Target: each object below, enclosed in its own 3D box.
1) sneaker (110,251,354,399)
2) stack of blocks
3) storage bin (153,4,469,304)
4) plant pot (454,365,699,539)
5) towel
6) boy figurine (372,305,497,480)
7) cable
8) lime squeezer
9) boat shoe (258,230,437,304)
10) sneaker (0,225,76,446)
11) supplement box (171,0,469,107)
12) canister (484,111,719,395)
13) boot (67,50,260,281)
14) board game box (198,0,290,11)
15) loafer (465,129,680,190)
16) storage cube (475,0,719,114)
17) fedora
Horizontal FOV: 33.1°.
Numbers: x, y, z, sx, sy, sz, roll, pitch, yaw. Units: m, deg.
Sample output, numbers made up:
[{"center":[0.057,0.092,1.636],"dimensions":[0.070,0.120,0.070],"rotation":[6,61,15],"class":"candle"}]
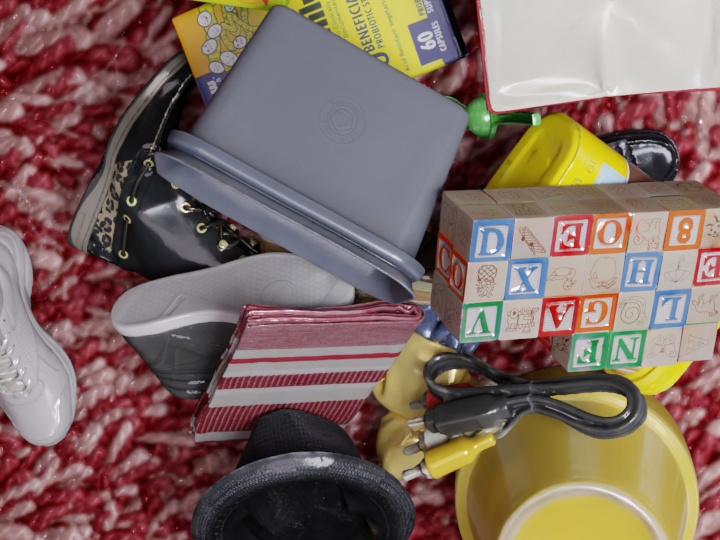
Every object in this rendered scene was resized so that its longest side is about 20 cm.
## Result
[{"center":[-0.091,0.048,0.971],"dimensions":[0.198,0.071,0.100],"rotation":[-9,134,14],"class":"sneaker"},{"center":[0.151,0.005,0.830],"dimensions":[0.198,0.059,0.116],"rotation":[-3,113,-18],"class":"stack of blocks"},{"center":[-0.025,-0.082,0.856],"dimensions":[0.199,0.146,0.135],"rotation":[29,82,-5],"class":"storage bin"},{"center":[0.170,0.194,0.950],"dimensions":[0.198,0.189,0.203],"rotation":[1,100,8],"class":"plant pot"},{"center":[-0.048,0.083,0.958],"dimensions":[0.143,0.023,0.200],"rotation":[0,147,-23],"class":"towel"},{"center":[0.061,0.085,1.004],"dimensions":[0.123,0.064,0.202],"rotation":[17,105,22],"class":"boy figurine"},{"center":[0.119,0.102,0.918],"dimensions":[0.198,0.098,0.050],"rotation":[-11,140,21],"class":"cable"},{"center":[0.074,-0.122,0.953],"dimensions":[0.199,0.070,0.038],"rotation":[4,89,42],"class":"lime squeezer"},{"center":[0.000,0.000,0.975],"dimensions":[0.199,0.071,0.077],"rotation":[20,122,40],"class":"boat shoe"},{"center":[-0.311,0.065,1.038],"dimensions":[0.077,0.099,0.202],"rotation":[-20,97,11],"class":"sneaker"},{"center":[-0.027,-0.182,0.947],"dimensions":[0.198,0.110,0.110],"rotation":[-20,97,12],"class":"supplement box"},{"center":[0.182,-0.010,0.917],"dimensions":[0.199,0.087,0.149],"rotation":[30,102,-28],"class":"canister"},{"center":[-0.139,-0.062,0.998],"dimensions":[0.153,0.074,0.204],"rotation":[34,118,-1],"class":"boot"},{"center":[-0.081,-0.273,0.897],"dimensions":[0.100,0.201,0.048],"rotation":[9,137,6],"class":"board game box"},{"center":[0.161,-0.056,0.967],"dimensions":[0.198,0.063,0.073],"rotation":[-18,98,11],"class":"loafer"},{"center":[0.164,-0.228,0.853],"dimensions":[0.169,0.180,0.202],"rotation":[-4,118,8],"class":"storage cube"},{"center":[-0.049,0.180,0.997],"dimensions":[0.198,0.092,0.202],"rotation":[-6,138,-5],"class":"fedora"}]
